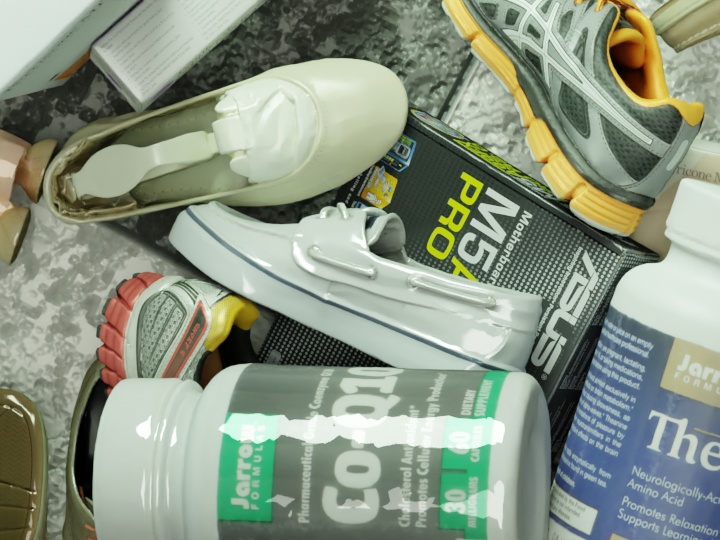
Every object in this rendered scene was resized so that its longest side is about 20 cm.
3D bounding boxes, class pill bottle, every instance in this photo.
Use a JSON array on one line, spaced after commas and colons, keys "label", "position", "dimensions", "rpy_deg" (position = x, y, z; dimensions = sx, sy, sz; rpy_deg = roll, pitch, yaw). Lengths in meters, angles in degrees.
[{"label": "pill bottle", "position": [-0.016, 0.100, 1.354], "dimensions": [0.199, 0.113, 0.114], "rpy_deg": [1, 96, 13]}, {"label": "pill bottle", "position": [0.161, 0.064, 1.388], "dimensions": [0.110, 0.111, 0.201], "rpy_deg": [17, 97, 2]}]

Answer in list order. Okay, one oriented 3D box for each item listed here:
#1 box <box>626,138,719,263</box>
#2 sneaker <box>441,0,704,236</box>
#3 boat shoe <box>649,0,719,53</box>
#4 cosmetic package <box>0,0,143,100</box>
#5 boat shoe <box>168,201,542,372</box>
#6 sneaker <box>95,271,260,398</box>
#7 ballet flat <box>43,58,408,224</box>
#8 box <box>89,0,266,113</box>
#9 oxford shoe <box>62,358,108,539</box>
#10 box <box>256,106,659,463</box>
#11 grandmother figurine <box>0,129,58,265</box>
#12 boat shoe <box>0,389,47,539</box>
[{"label": "box", "position": [0.168, 0.036, 1.480], "dimensions": [0.094, 0.078, 0.201], "rpy_deg": [11, 97, 4]}, {"label": "sneaker", "position": [0.105, -0.113, 1.440], "dimensions": [0.077, 0.078, 0.201], "rpy_deg": [-45, 59, 27]}, {"label": "boat shoe", "position": [0.244, -0.144, 1.462], "dimensions": [0.199, 0.072, 0.065], "rpy_deg": [-21, 93, 1]}, {"label": "cosmetic package", "position": [-0.151, -0.144, 1.424], "dimensions": [0.101, 0.200, 0.071], "rpy_deg": [-42, 92, 8]}, {"label": "boat shoe", "position": [0.000, 0.000, 1.432], "dimensions": [0.199, 0.074, 0.066], "rpy_deg": [24, 97, 18]}, {"label": "sneaker", "position": [-0.073, 0.100, 1.455], "dimensions": [0.082, 0.078, 0.201], "rpy_deg": [1, 113, 35]}, {"label": "ballet flat", "position": [-0.074, -0.061, 1.468], "dimensions": [0.199, 0.069, 0.070], "rpy_deg": [-15, 95, 24]}, {"label": "box", "position": [-0.051, -0.161, 1.471], "dimensions": [0.200, 0.039, 0.041], "rpy_deg": [-43, 91, -8]}, {"label": "oxford shoe", "position": [-0.130, 0.138, 1.512], "dimensions": [0.070, 0.075, 0.201], "rpy_deg": [-1, 95, 11]}, {"label": "box", "position": [0.036, 0.040, 1.468], "dimensions": [0.160, 0.044, 0.201], "rpy_deg": [34, 104, 28]}, {"label": "grandmother figurine", "position": [-0.259, -0.076, 1.505], "dimensions": [0.199, 0.061, 0.122], "rpy_deg": [20, 62, -3]}, {"label": "boat shoe", "position": [-0.196, 0.162, 1.522], "dimensions": [0.072, 0.065, 0.201], "rpy_deg": [5, 88, 13]}]
